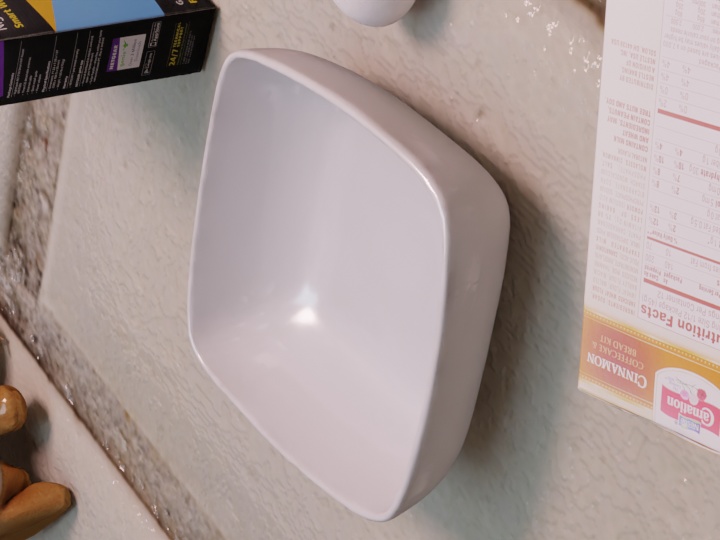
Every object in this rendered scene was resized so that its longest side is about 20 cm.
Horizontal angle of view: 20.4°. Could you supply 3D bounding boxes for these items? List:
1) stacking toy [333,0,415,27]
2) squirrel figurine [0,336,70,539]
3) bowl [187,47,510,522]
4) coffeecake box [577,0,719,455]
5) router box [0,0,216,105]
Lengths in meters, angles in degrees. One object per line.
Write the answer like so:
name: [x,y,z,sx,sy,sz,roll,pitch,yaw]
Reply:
stacking toy: [-0.002,-0.203,0.927,0.146,0.146,0.201,28,140,46]
squirrel figurine: [-0.318,0.118,1.430,0.200,0.141,0.188,-42,60,48]
bowl: [0.000,0.000,1.005,0.200,0.074,0.201,39,130,42]
coffeecake box: [0.152,-0.059,0.637,0.073,0.153,0.202,24,119,46]
router box: [-0.198,-0.177,1.156,0.200,0.148,0.051,47,136,34]
